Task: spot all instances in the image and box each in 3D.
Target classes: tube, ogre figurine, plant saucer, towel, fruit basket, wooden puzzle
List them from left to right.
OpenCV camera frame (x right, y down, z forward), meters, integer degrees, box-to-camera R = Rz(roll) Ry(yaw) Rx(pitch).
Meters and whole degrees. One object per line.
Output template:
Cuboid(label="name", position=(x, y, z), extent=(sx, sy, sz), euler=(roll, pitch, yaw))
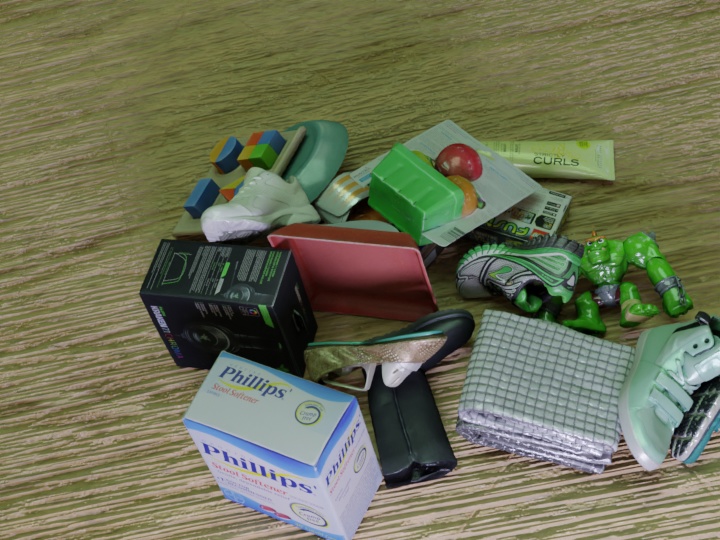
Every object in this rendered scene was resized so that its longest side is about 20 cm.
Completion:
Cuboid(label="wooden puzzle", position=(-0.186, -0.135, 1.659), extent=(0.199, 0.046, 0.186), euler=(-5, 50, 47))
Cuboid(label="plant saucer", position=(-0.105, -0.152, 1.662), extent=(0.199, 0.036, 0.201), euler=(-29, 36, 24))
Cuboid(label="plant saucer", position=(0.000, 0.000, 1.473), extent=(0.198, 0.200, 0.037), euler=(5, 61, 17))
Cuboid(label="fruit basket", position=(0.115, -0.117, 1.543), extent=(0.199, 0.094, 0.185), euler=(-28, 54, -36))
Cuboid(label="tube", position=(0.264, -0.161, 1.634), extent=(0.197, 0.052, 0.059), euler=(2, 94, 9))
Cuboid(label="towel", position=(0.225, 0.146, 1.378), extent=(0.198, 0.086, 0.167), euler=(14, 49, 10))
Cuboid(label="ogre figurine", position=(0.313, 0.018, 1.460), extent=(0.199, 0.098, 0.121), euler=(-24, 57, 37))

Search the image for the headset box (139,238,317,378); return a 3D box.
Cuboid(label="headset box", position=(-0.161, 0.053, 1.490), extent=(0.198, 0.175, 0.093), euler=(5, 54, 15))

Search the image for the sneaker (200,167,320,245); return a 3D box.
Cuboid(label="sneaker", position=(-0.145, -0.087, 1.513), extent=(0.078, 0.199, 0.100), euler=(-30, 77, 35))

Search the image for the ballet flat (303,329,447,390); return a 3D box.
Cuboid(label="ballet flat", position=(0.020, 0.115, 1.414), extent=(0.198, 0.070, 0.066), euler=(-9, 80, 31))

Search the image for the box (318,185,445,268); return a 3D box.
Cuboid(label="box", position=(0.020, -0.057, 1.622), extent=(0.199, 0.033, 0.121), euler=(29, 64, 31))

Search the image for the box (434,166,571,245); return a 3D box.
Cuboid(label="box", position=(0.181, -0.085, 1.579), extent=(0.198, 0.035, 0.110), euler=(19, 51, 17))

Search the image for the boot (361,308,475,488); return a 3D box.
Cuboid(label="boot", position=(0.086, 0.158, 1.417), extent=(0.163, 0.066, 0.201), euler=(-23, 45, 11))

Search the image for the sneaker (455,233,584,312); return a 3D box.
Cuboid(label="sneaker", position=(0.194, 0.011, 1.463), extent=(0.199, 0.078, 0.086), euler=(-13, 57, 50))

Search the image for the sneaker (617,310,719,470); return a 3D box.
Cuboid(label="sneaker", position=(0.367, 0.130, 1.304), extent=(0.118, 0.074, 0.202), euler=(-27, 31, 42))

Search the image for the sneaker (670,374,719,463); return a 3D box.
Cuboid(label="sneaker", position=(0.442, 0.152, 1.335), extent=(0.080, 0.078, 0.200), euler=(43, 84, -3))

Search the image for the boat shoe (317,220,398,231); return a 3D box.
Cuboid(label="boat shoe", position=(-0.020, -0.020, 1.557), extent=(0.198, 0.070, 0.071), euler=(-2, 37, 35))

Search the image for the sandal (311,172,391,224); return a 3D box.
Cuboid(label="sandal", position=(-0.040, -0.110, 1.619), extent=(0.079, 0.059, 0.206), euler=(-43, 51, -18))

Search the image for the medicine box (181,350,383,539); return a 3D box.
Cuboid(label="medicine box", position=(-0.087, 0.210, 1.336), extent=(0.180, 0.201, 0.103), euler=(16, 58, 24))
